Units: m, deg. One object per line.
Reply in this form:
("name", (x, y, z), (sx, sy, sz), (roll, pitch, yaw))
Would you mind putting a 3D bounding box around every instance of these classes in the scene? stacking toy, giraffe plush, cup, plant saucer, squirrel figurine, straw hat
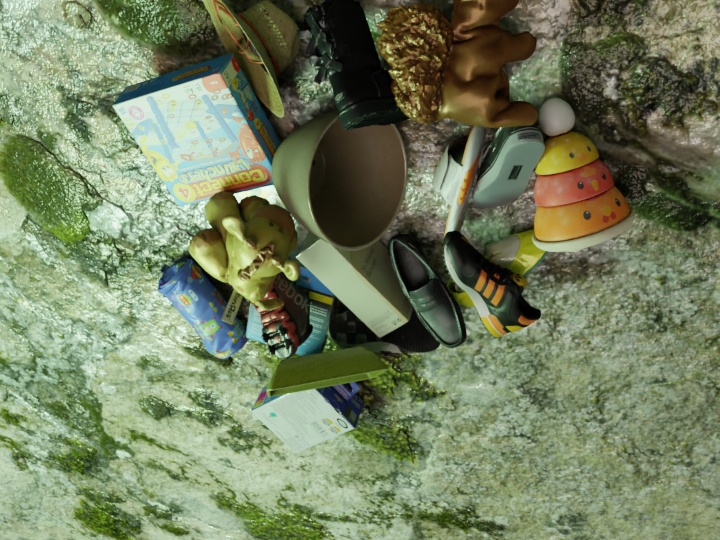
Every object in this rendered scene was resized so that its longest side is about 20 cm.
("stacking toy", (0.285, -0.138, 1.119), (0.145, 0.146, 0.202), (-13, 106, 26))
("giraffe plush", (-0.155, -0.036, 1.187), (0.171, 0.202, 0.162), (9, 160, -20))
("cup", (-0.048, -0.142, 1.187), (0.142, 0.200, 0.202), (16, 136, 43))
("plant saucer", (-0.064, 0.169, 1.376), (0.198, 0.048, 0.200), (-10, 170, -8))
("squirrel figurine", (0.121, -0.287, 1.015), (0.198, 0.142, 0.188), (-6, 120, -8))
("straw hat", (-0.129, -0.320, 1.119), (0.085, 0.201, 0.202), (-36, 116, -9))

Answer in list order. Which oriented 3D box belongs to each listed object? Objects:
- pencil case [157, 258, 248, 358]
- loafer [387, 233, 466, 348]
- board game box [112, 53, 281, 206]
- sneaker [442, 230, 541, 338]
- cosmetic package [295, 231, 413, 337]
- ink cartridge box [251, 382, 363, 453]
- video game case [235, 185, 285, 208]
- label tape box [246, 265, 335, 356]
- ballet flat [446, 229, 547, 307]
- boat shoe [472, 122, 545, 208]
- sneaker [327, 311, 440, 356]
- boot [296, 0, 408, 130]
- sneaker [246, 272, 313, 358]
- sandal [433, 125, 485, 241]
("pencil case", (-0.289, 0.071, 1.479), (0.086, 0.078, 0.201), (-34, 113, 4))
("loafer", (0.101, 0.034, 1.279), (0.068, 0.070, 0.202), (-31, 84, 12))
("board game box", (-0.237, -0.206, 1.229), (0.198, 0.056, 0.197), (-10, 129, 25))
("sneaker", (0.198, 0.010, 1.206), (0.089, 0.070, 0.201), (-19, 120, 29))
("cosmetic package", (0.000, 0.000, 1.316), (0.073, 0.104, 0.200), (-32, 113, 35))
("ink cartridge box", (-0.090, 0.257, 1.560), (0.199, 0.077, 0.137), (-29, 114, 35))
("video game case", (-0.181, -0.164, 1.305), (0.142, 0.018, 0.200), (-27, 114, 34))
("label tape box", (-0.115, 0.049, 1.417), (0.143, 0.064, 0.201), (18, 129, 4))
("ballet flat", (0.208, -0.007, 1.261), (0.067, 0.067, 0.200), (26, 135, -25))
("boat shoe", (0.202, -0.157, 1.147), (0.073, 0.069, 0.200), (-2, 156, -5))
("sneaker", (0.040, 0.109, 1.414), (0.198, 0.075, 0.089), (7, 163, -4))
("boot", (0.011, -0.280, 1.092), (0.073, 0.197, 0.164), (-23, 86, 42))
("sneaker", (-0.136, 0.038, 1.331), (0.070, 0.098, 0.202), (-18, 96, 42))
("sandal", (0.132, -0.125, 1.191), (0.059, 0.079, 0.208), (20, 129, 12))
